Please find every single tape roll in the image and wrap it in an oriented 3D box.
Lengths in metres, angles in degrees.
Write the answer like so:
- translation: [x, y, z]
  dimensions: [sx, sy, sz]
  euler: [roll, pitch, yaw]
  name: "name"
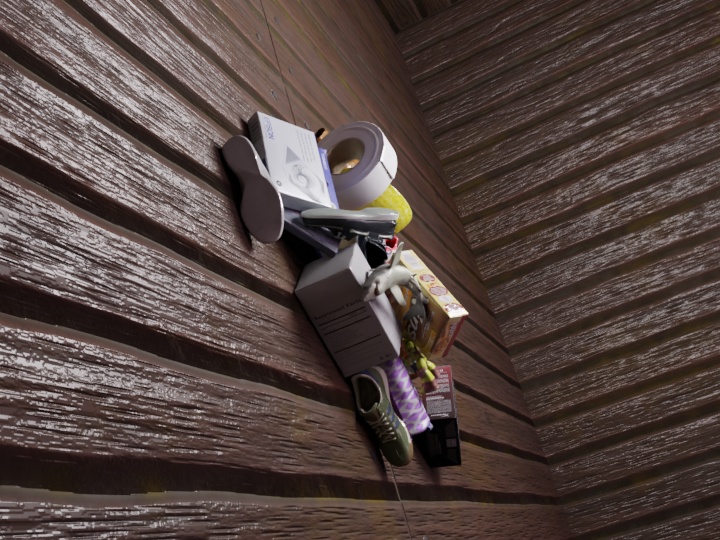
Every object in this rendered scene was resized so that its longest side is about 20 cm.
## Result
- translation: [-0.021, -0.233, 1.779]
  dimensions: [0.071, 0.202, 0.203]
  euler: [50, 23, -46]
  name: "tape roll"

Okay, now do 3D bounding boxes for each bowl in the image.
- translation: [0.009, -0.134, 1.869]
  dimensions: [0.108, 0.200, 0.200]
  euler: [-56, 135, -20]
  name: "bowl"

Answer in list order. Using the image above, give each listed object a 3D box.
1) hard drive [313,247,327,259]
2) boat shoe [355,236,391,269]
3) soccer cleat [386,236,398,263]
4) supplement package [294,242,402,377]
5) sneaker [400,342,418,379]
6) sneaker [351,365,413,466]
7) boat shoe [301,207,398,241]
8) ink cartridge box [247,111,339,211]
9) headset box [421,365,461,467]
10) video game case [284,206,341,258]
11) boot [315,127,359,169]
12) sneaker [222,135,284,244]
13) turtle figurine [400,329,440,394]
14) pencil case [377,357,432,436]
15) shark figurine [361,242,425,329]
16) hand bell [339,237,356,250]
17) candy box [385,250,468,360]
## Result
- translation: [-0.046, 0.012, 1.623]
  dimensions: [0.200, 0.025, 0.132]
  euler: [61, 0, -21]
  name: "hard drive"
- translation: [0.026, -0.037, 1.619]
  dimensions: [0.075, 0.062, 0.200]
  euler: [39, 42, -24]
  name: "boat shoe"
- translation: [0.021, -0.036, 1.803]
  dimensions: [0.068, 0.073, 0.200]
  euler: [36, 25, 20]
  name: "soccer cleat"
- translation: [-0.019, 0.074, 1.508]
  dimensions: [0.200, 0.119, 0.121]
  euler: [61, 17, -19]
  name: "supplement package"
- translation: [0.078, 0.167, 1.815]
  dimensions: [0.088, 0.075, 0.200]
  euler: [-108, 175, -45]
  name: "sneaker"
- translation: [0.032, 0.277, 1.512]
  dimensions: [0.090, 0.067, 0.201]
  euler: [11, 57, -62]
  name: "sneaker"
- translation: [-0.019, -0.085, 1.522]
  dimensions: [0.076, 0.199, 0.061]
  euler: [-140, -127, -63]
  name: "boat shoe"
- translation: [-0.117, -0.200, 1.570]
  dimensions: [0.200, 0.041, 0.200]
  euler: [14, 50, -40]
  name: "ink cartridge box"
- translation: [0.184, 0.327, 1.840]
  dimensions: [0.200, 0.075, 0.149]
  euler: [-87, 169, -57]
  name: "headset box"
- translation: [-0.096, -0.104, 1.564]
  dimensions: [0.143, 0.019, 0.200]
  euler: [32, 22, -8]
  name: "video game case"
- translation: [-0.057, -0.288, 1.989]
  dimensions: [0.155, 0.074, 0.200]
  euler: [48, 6, -15]
  name: "boot"
- translation: [-0.175, -0.135, 1.392]
  dimensions: [0.088, 0.075, 0.201]
  euler: [54, 16, -75]
  name: "sneaker"
- translation: [0.112, 0.164, 1.655]
  dimensions: [0.162, 0.064, 0.200]
  euler: [61, 3, -17]
  name: "turtle figurine"
- translation: [0.069, 0.250, 1.638]
  dimensions: [0.085, 0.084, 0.200]
  euler: [-38, 104, -53]
  name: "pencil case"
- translation: [0.059, 0.022, 1.487]
  dimensions: [0.214, 0.089, 0.129]
  euler: [29, 74, -53]
  name: "shark figurine"
- translation: [0.000, 0.000, 1.666]
  dimensions: [0.104, 0.104, 0.200]
  euler: [42, 24, -57]
  name: "hand bell"
- translation: [0.117, 0.066, 1.587]
  dimensions: [0.055, 0.116, 0.200]
  euler: [-7, 43, -36]
  name: "candy box"
